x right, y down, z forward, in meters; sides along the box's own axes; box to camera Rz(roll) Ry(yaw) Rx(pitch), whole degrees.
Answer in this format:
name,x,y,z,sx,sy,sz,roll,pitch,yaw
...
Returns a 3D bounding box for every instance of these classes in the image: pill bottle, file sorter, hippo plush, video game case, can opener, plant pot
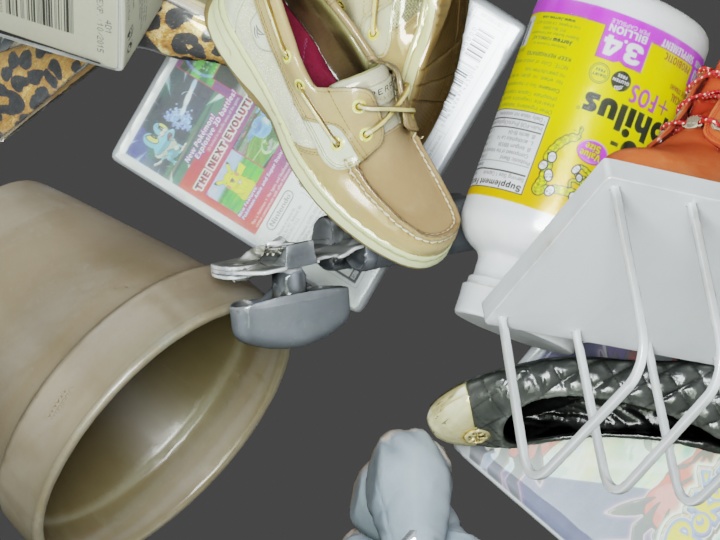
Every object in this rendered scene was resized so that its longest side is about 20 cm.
name,x,y,z,sx,sy,sz,roll,pitch,yaw
pill bottle,0.121,-0.058,1.482,0.104,0.104,0.201,19,85,8
file sorter,0.188,0.046,1.359,0.199,0.139,0.125,11,52,-23
hippo plush,0.076,0.181,1.494,0.160,0.200,0.161,11,75,-9
video game case,-0.026,-0.107,1.563,0.182,0.023,0.201,32,98,6
video game case,0.185,0.086,1.528,0.182,0.023,0.200,40,98,6
can opener,0.000,0.000,1.486,0.053,0.199,0.067,2,100,49
plant pot,-0.170,0.045,1.523,0.173,0.200,0.200,40,99,21

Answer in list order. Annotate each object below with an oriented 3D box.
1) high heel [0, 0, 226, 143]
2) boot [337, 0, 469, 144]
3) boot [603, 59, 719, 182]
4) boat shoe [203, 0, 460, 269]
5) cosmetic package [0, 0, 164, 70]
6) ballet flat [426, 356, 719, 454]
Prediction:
name,x,y,z,sx,sy,sz,roll,pitch,yaw
high heel,-0.143,-0.112,1.549,0.199,0.071,0.143,24,106,21
boot,-0.017,-0.169,1.511,0.154,0.073,0.201,14,107,15
boot,0.189,-0.071,1.431,0.075,0.199,0.108,2,93,38
boat shoe,-0.009,-0.092,1.448,0.200,0.074,0.066,51,133,4
cosmetic package,-0.145,-0.214,1.491,0.104,0.201,0.071,18,138,10
ballet flat,0.136,0.083,1.481,0.198,0.067,0.057,-4,63,7
